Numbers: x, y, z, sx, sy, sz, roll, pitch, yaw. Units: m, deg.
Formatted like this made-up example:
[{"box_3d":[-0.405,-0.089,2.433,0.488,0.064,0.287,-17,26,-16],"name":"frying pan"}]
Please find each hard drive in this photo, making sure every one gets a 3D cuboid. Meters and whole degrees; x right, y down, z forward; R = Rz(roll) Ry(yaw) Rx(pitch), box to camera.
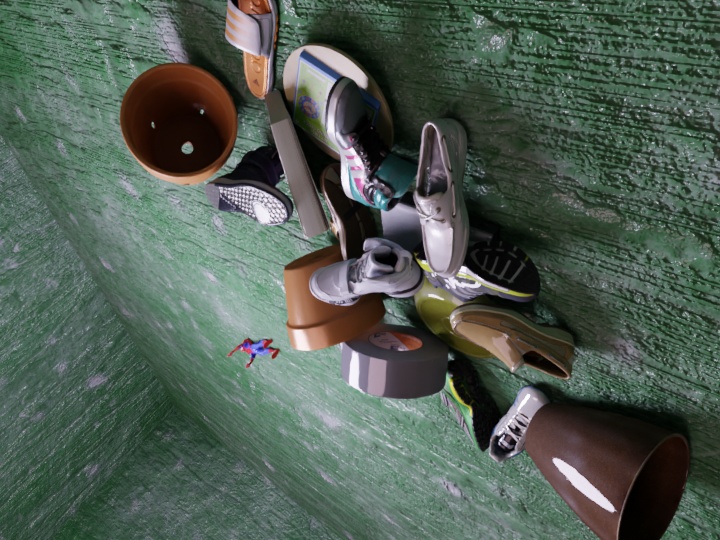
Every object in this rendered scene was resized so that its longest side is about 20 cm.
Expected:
[{"box_3d":[0.121,-0.039,0.846,0.195,0.033,0.143,25,142,31],"name":"hard drive"}]

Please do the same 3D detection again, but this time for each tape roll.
[{"box_3d":[0.061,0.158,0.972,0.195,0.197,0.069,15,106,38],"name":"tape roll"}]

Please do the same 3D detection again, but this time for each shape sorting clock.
[{"box_3d":[-0.033,-0.239,0.797,0.195,0.040,0.203,27,147,19],"name":"shape sorting clock"}]

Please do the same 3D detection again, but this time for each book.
[{"box_3d":[-0.110,-0.177,0.896,0.135,0.046,0.205,-112,4,-53],"name":"book"}]

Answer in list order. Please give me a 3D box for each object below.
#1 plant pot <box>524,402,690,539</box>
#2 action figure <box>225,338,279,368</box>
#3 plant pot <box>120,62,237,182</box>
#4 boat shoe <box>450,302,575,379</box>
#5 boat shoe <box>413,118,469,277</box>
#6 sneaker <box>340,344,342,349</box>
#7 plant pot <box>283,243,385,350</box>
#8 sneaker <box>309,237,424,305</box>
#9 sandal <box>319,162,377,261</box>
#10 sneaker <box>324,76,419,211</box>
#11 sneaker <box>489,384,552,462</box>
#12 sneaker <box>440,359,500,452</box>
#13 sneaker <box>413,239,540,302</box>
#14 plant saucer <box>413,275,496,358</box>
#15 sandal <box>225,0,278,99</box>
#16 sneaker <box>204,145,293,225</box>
[{"box_3d":[0.358,0.292,0.825,0.198,0.185,0.191,24,146,54],"name":"plant pot"},{"box_3d":[-0.336,0.256,1.646,0.197,0.099,0.066,-7,122,55],"name":"action figure"},{"box_3d":[-0.323,-0.248,0.989,0.200,0.200,0.140,45,165,-2],"name":"plant pot"},{"box_3d":[0.221,0.107,0.776,0.192,0.079,0.072,14,148,-3],"name":"boat shoe"},{"box_3d":[0.097,-0.091,0.702,0.069,0.068,0.209,4,100,42],"name":"boat shoe"},{"box_3d":[-0.016,0.148,1.177,0.086,0.074,0.204,35,146,24],"name":"sneaker"},{"box_3d":[-0.062,0.040,1.016,0.196,0.197,0.145,-5,108,50],"name":"plant pot"},{"box_3d":[0.000,0.000,0.845,0.192,0.078,0.115,-5,159,14],"name":"sneaker"},{"box_3d":[-0.026,-0.088,0.924,0.053,0.080,0.205,16,136,50],"name":"sandal"},{"box_3d":[0.023,-0.154,0.723,0.118,0.084,0.203,27,155,26],"name":"sneaker"},{"box_3d":[0.284,0.280,0.963,0.071,0.072,0.204,32,138,19],"name":"sneaker"},{"box_3d":[0.206,0.258,1.048,0.084,0.077,0.205,-6,113,59],"name":"sneaker"},{"box_3d":[0.165,0.006,0.758,0.197,0.074,0.082,21,149,45],"name":"sneaker"},{"box_3d":[0.165,0.086,0.897,0.196,0.031,0.202,33,157,15],"name":"plant saucer"},{"box_3d":[-0.169,-0.343,0.820,0.078,0.059,0.210,32,145,18],"name":"sandal"},{"box_3d":[-0.159,-0.154,0.939,0.197,0.146,0.079,19,135,34],"name":"sneaker"}]
